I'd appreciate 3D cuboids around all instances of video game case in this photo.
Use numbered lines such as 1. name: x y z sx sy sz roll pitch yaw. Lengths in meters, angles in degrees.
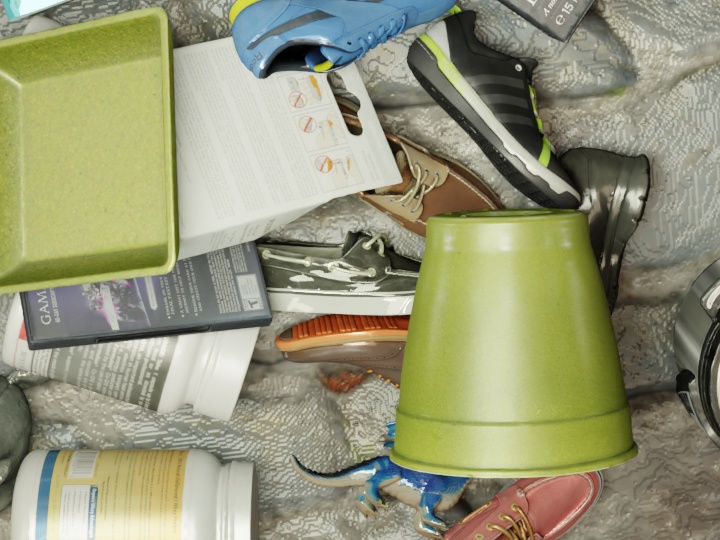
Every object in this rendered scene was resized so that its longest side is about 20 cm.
1. video game case: -0.182 -0.010 1.452 0.198 0.019 0.144 -6 60 -17

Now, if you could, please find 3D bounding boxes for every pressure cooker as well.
1. pressure cooker: 0.352 0.073 1.451 0.174 0.200 0.181 2 102 -1

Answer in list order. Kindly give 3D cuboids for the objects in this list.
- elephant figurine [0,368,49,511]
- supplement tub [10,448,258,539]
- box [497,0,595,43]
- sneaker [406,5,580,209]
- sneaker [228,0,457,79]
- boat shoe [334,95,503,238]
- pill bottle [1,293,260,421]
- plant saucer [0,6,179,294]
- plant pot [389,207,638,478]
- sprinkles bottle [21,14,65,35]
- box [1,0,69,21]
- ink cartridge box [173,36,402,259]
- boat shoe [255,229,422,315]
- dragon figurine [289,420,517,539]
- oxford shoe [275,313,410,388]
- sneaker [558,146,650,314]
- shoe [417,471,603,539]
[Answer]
1. elephant figurine: -0.350 0.165 1.464 0.140 0.200 0.157 4 100 6
2. supplement tub: -0.188 0.225 1.510 0.198 0.145 0.146 0 102 0
3. box: 0.133 -0.318 1.413 0.199 0.117 0.198 33 100 -5
4. sneaker: 0.124 -0.139 1.459 0.083 0.072 0.200 -41 84 -4
5. sneaker: -0.006 -0.192 1.424 0.198 0.066 0.079 -13 60 -19
6. boat shoe: 0.032 -0.075 1.484 0.199 0.072 0.076 27 100 -5
7. pill bottle: -0.190 0.053 1.490 0.198 0.114 0.115 18 101 -4
8. plant saucer: -0.213 -0.087 1.372 0.198 0.048 0.202 -6 83 30
9. plant pot: 0.119 0.050 1.408 0.198 0.200 0.195 -2 95 0
10. sprinkles bottle: -0.192 -0.142 1.473 0.198 0.068 0.069 24 101 -5
11. box: -0.195 -0.260 1.441 0.198 0.082 0.050 -19 101 4
12. ink cartridge box: -0.086 -0.109 1.428 0.198 0.047 0.161 -15 71 -23
13. boat shoe: 0.000 0.000 1.501 0.198 0.071 0.064 0 103 2
14. dragon figurine: 0.040 0.167 1.533 0.198 0.059 0.100 17 66 0
15. oxford shoe: 0.026 0.074 1.518 0.198 0.071 0.074 -2 106 0
16. sneaker: 0.182 -0.010 1.507 0.090 0.076 0.202 16 95 6
17. shoe: 0.127 0.233 1.539 0.199 0.091 0.072 -32 100 6
